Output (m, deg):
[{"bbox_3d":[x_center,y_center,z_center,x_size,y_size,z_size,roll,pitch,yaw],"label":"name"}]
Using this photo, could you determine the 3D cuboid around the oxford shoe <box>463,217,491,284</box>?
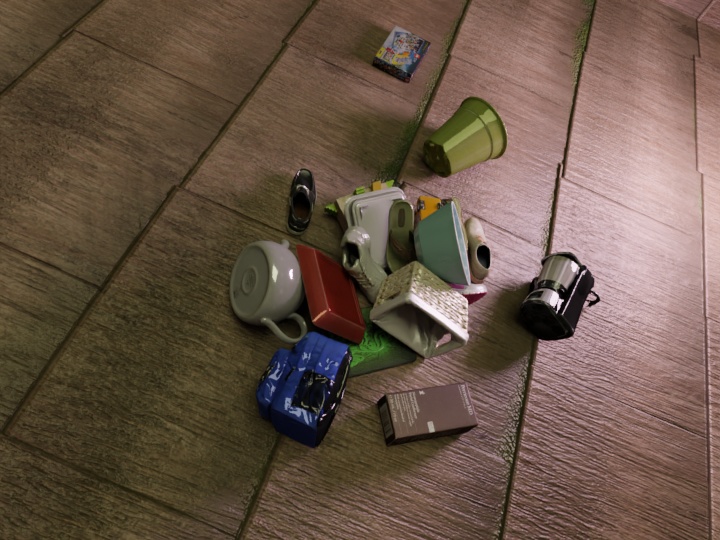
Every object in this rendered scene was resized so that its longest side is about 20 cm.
[{"bbox_3d":[0.322,-0.067,1.438,0.070,0.074,0.201,3,60,-14],"label":"oxford shoe"}]

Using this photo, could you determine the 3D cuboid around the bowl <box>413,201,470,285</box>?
[{"bbox_3d":[0.190,-0.053,1.267,0.104,0.201,0.202,-12,60,14],"label":"bowl"}]

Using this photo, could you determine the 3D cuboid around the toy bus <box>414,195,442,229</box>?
[{"bbox_3d":[0.181,-0.097,1.412,0.065,0.078,0.201,6,60,-12],"label":"toy bus"}]

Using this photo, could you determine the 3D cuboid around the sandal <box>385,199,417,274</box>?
[{"bbox_3d":[0.102,-0.071,1.298,0.079,0.057,0.203,-6,97,-12],"label":"sandal"}]

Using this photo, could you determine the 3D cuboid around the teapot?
[{"bbox_3d":[-0.187,0.037,1.188,0.145,0.197,0.201,14,96,-43],"label":"teapot"}]

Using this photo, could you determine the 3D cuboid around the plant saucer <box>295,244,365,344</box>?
[{"bbox_3d":[-0.058,0.049,1.203,0.037,0.199,0.201,-28,59,20],"label":"plant saucer"}]

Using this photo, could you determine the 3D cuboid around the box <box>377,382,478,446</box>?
[{"bbox_3d":[0.147,0.314,1.172,0.199,0.075,0.101,-4,62,-20],"label":"box"}]

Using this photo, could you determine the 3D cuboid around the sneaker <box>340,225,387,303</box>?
[{"bbox_3d":[0.000,0.000,1.267,0.201,0.078,0.099,63,28,-9],"label":"sneaker"}]

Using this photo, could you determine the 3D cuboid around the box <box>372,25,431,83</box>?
[{"bbox_3d":[0.139,-0.723,1.783,0.136,0.038,0.201,27,57,0],"label":"box"}]

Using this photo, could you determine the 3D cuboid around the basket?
[{"bbox_3d":[0.141,0.091,1.231,0.200,0.135,0.124,36,47,-23],"label":"basket"}]

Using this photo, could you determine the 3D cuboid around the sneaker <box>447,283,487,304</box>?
[{"bbox_3d":[0.225,0.036,1.348,0.198,0.081,0.089,4,61,-14],"label":"sneaker"}]

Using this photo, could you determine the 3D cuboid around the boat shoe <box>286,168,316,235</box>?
[{"bbox_3d":[-0.147,-0.190,1.380,0.071,0.068,0.201,10,57,-9],"label":"boat shoe"}]

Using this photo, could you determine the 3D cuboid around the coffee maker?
[{"bbox_3d":[0.524,0.081,1.377,0.192,0.135,0.200,34,58,4],"label":"coffee maker"}]

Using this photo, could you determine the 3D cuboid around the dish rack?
[{"bbox_3d":[0.058,-0.099,1.337,0.171,0.043,0.201,-15,102,-22],"label":"dish rack"}]

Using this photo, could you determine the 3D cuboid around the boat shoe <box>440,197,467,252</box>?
[{"bbox_3d":[0.247,-0.109,1.450,0.064,0.073,0.201,-2,58,-4],"label":"boat shoe"}]

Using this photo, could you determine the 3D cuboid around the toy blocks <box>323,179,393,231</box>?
[{"bbox_3d":[0.024,-0.139,1.393,0.199,0.100,0.137,-22,79,-22],"label":"toy blocks"}]

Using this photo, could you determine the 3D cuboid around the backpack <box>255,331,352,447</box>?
[{"bbox_3d":[-0.110,0.226,1.096,0.167,0.163,0.201,25,58,3],"label":"backpack"}]

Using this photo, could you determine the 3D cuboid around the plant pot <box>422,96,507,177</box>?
[{"bbox_3d":[0.287,-0.368,1.553,0.189,0.200,0.200,-35,74,-16],"label":"plant pot"}]

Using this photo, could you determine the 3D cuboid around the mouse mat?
[{"bbox_3d":[0.024,0.160,1.264,0.199,0.008,0.162,-10,64,-20],"label":"mouse mat"}]
